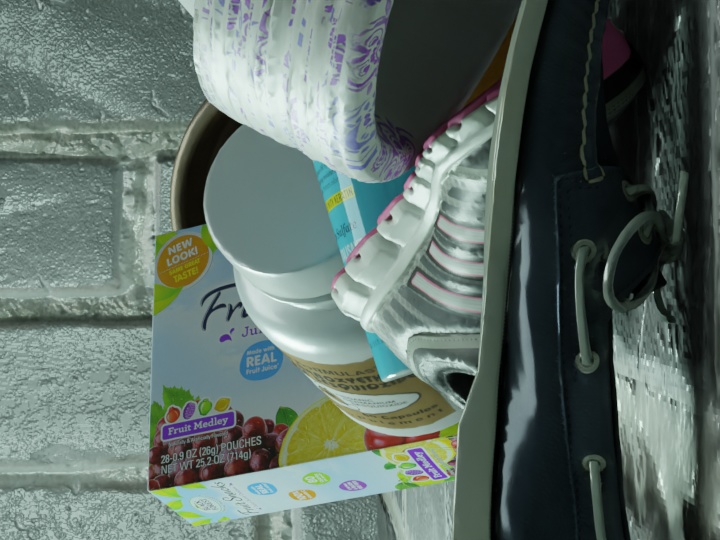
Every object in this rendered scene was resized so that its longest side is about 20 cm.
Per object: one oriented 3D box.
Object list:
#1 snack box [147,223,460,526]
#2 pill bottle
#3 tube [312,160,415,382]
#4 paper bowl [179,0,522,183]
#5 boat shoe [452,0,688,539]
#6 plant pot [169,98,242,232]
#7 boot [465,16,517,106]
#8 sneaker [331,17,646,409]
[{"bbox_3d":[-0.021,0.045,1.132,0.068,0.198,0.170,52,-148,-56],"label":"snack box"},{"bbox_3d":[0.000,0.000,0.982,0.200,0.113,0.115,50,-146,-60],"label":"pill bottle"},{"bbox_3d":[-0.001,-0.055,0.829,0.201,0.050,0.077,70,157,6],"label":"tube"},{"bbox_3d":[0.003,-0.140,0.670,0.201,0.104,0.201,-57,-16,-26],"label":"paper bowl"},{"bbox_3d":[0.065,0.004,0.589,0.075,0.061,0.202,8,-93,-81],"label":"boat shoe"},{"bbox_3d":[-0.004,-0.053,1.278,0.175,0.199,0.202,-37,-52,-70],"label":"plant pot"},{"bbox_3d":[0.056,-0.037,0.855,0.201,0.070,0.145,33,-130,-81],"label":"boot"},{"bbox_3d":[0.060,-0.012,0.704,0.088,0.074,0.200,48,144,9],"label":"sneaker"}]
